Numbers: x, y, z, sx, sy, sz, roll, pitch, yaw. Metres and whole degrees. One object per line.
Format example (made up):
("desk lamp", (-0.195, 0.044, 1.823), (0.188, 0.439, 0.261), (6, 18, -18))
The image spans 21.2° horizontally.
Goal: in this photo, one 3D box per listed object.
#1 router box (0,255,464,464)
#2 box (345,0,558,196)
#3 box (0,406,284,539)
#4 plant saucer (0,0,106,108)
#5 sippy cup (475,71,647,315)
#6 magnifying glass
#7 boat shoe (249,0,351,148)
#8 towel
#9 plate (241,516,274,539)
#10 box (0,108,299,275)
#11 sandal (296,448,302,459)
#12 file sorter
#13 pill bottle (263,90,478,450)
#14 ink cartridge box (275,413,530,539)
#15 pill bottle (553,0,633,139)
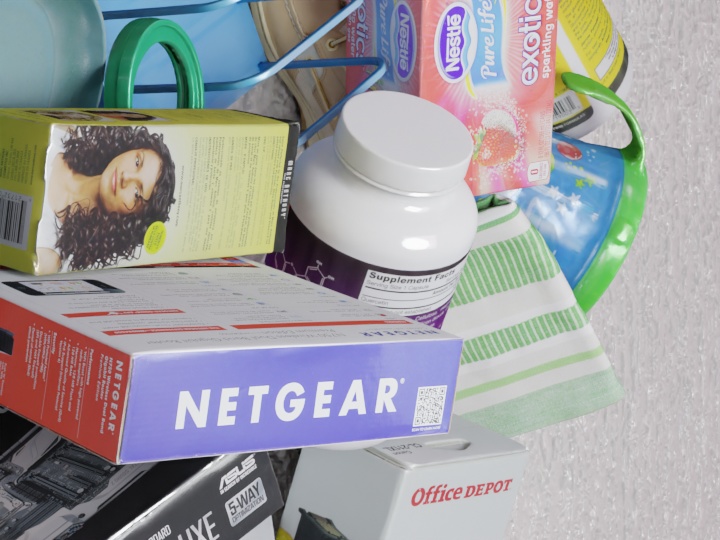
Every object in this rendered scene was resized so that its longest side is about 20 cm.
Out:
("router box", (-0.084, 0.035, 0.905), (0.199, 0.179, 0.049), (0, 104, -43))
("box", (0.054, -0.152, 1.170), (0.102, 0.095, 0.201), (-10, 114, -27))
("box", (-0.160, 0.108, 0.922), (0.158, 0.200, 0.050), (-35, 124, -31))
("plant saucer", (-0.190, -0.055, 0.931), (0.200, 0.027, 0.200), (-56, 164, -25))
("sippy cup", (0.110, -0.047, 1.341), (0.130, 0.140, 0.178), (27, 75, -15))
("magnifying glass", (-0.102, -0.042, 1.051), (0.080, 0.022, 0.201), (-53, 139, -51))
("boat shoe", (-0.010, -0.134, 1.241), (0.074, 0.069, 0.201), (-50, 129, -39))
("towel", (0.075, 0.043, 1.306), (0.023, 0.152, 0.200), (-90, 155, -51))
("plate", (-0.096, 0.099, 1.098), (0.200, 0.032, 0.200), (-103, 173, -61))
("box", (-0.109, -0.043, 0.966), (0.200, 0.050, 0.076), (-9, 110, -57))
("sandal", (-0.010, 0.115, 1.278), (0.200, 0.048, 0.076), (45, 59, -60))
("file sorter", (-0.085, -0.173, 1.098), (0.139, 0.122, 0.201), (-44, 125, -42))
("pill bottle", (0.000, 0.000, 1.117), (0.112, 0.112, 0.201), (-31, 147, -48))
("ink cartridge box", (0.014, 0.194, 1.229), (0.145, 0.083, 0.201), (1, 109, -53))
("pill bottle", (0.107, -0.190, 1.358), (0.200, 0.112, 0.113), (54, 51, -39))
